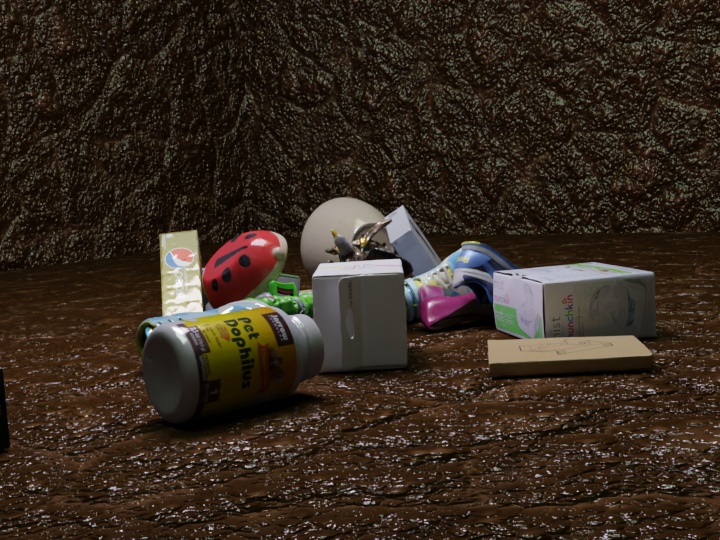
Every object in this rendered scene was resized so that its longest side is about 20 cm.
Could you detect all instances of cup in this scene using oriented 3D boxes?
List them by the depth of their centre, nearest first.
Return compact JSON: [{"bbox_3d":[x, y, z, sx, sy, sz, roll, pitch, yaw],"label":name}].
[{"bbox_3d":[-0.004,-0.047,2.151,0.197,0.205,0.143,-6,4,-24],"label":"cup"}]

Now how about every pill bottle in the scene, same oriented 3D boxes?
[{"bbox_3d":[-0.140,0.102,1.222,0.198,0.112,0.108,-9,8,-40],"label":"pill bottle"}]

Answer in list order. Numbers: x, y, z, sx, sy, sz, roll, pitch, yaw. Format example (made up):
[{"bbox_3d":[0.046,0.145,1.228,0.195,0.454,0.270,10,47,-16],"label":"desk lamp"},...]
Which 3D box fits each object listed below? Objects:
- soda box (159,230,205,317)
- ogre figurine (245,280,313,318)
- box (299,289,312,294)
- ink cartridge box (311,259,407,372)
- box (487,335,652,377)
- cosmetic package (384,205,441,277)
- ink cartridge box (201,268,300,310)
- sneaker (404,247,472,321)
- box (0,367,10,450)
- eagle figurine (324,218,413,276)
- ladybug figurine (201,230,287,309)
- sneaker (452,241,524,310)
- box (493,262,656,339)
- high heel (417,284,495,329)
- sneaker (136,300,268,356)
[{"bbox_3d":[-0.295,0.026,1.783,0.066,0.065,0.202,-7,45,-6],"label":"soda box"},{"bbox_3d":[-0.133,0.067,1.609,0.119,0.099,0.200,-9,-26,-44],"label":"ogre figurine"},{"bbox_3d":[-0.033,0.054,2.016,0.197,0.039,0.136,-6,6,-26],"label":"box"},{"bbox_3d":[0.001,0.060,1.464,0.123,0.131,0.200,-3,6,1],"label":"ink cartridge box"},{"bbox_3d":[0.260,0.107,1.370,0.196,0.022,0.163,-4,6,6],"label":"box"},{"bbox_3d":[0.110,-0.030,2.035,0.051,0.152,0.200,-32,15,7],"label":"cosmetic package"},{"bbox_3d":[-0.227,0.043,1.903,0.197,0.086,0.144,1,-5,40],"label":"ink cartridge box"},{"bbox_3d":[0.120,0.029,1.794,0.129,0.081,0.200,-13,-21,-34],"label":"sneaker"},{"bbox_3d":[-0.484,0.150,1.086,0.197,0.088,0.163,0,7,32],"label":"box"},{"bbox_3d":[-0.006,-0.004,1.766,0.149,0.154,0.201,21,18,-17],"label":"eagle figurine"},{"bbox_3d":[-0.190,-0.002,1.709,0.071,0.138,0.199,30,-40,-28],"label":"ladybug figurine"},{"bbox_3d":[0.230,0.035,1.701,0.198,0.083,0.074,30,-18,-6],"label":"sneaker"},{"bbox_3d":[0.310,0.045,1.580,0.173,0.099,0.200,-6,6,-14],"label":"box"},{"bbox_3d":[0.189,0.067,1.731,0.196,0.068,0.097,9,35,-12],"label":"high heel"},{"bbox_3d":[-0.221,0.093,1.486,0.197,0.081,0.130,-12,0,25],"label":"sneaker"}]
